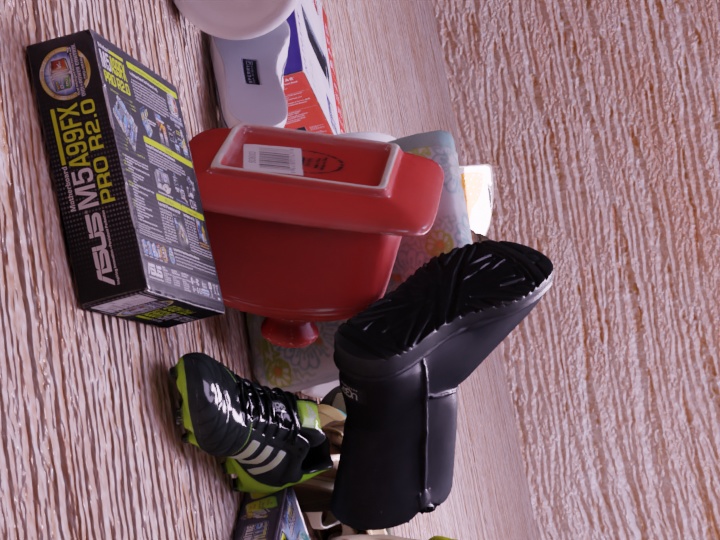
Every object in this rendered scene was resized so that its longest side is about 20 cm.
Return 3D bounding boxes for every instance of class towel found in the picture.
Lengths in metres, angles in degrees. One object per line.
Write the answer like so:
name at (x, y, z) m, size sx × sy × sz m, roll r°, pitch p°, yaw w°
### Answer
towel at (-0.005, -0.004, 1.635) m, size 0.048 × 0.198 × 0.173 m, roll 29°, pitch 48°, yaw -61°

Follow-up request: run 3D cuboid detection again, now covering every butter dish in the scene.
butter dish at (-0.046, -0.015, 1.536) m, size 0.200 × 0.197 × 0.149 m, roll -74°, pitch 172°, yaw -71°

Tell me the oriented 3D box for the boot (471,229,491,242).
boot at (0.090, 0.066, 1.877) m, size 0.075 × 0.096 × 0.202 m, roll 22°, pitch -86°, yaw 58°

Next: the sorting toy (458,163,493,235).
sorting toy at (0.018, -0.004, 1.939) m, size 0.107 × 0.198 × 0.182 m, roll -11°, pitch 99°, yaw -63°

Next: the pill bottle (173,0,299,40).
pill bottle at (-0.095, -0.270, 1.741) m, size 0.200 × 0.115 × 0.117 m, roll -81°, pitch 156°, yaw -69°

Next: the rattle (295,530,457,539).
rattle at (0.012, 0.256, 1.500) m, size 0.144 × 0.129 × 0.200 m, roll -68°, pitch 165°, yaw 7°

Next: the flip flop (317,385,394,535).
flip flop at (0.009, 0.186, 1.761) m, size 0.057 × 0.081 × 0.202 m, roll -27°, pitch 112°, yaw -36°

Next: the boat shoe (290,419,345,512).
boat shoe at (-0.019, 0.149, 1.604) m, size 0.200 × 0.073 × 0.067 m, roll 16°, pitch 65°, yaw -63°

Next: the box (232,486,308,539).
box at (-0.058, 0.234, 1.427) m, size 0.200 × 0.034 × 0.111 m, roll -81°, pitch 155°, yaw -70°

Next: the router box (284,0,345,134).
router box at (-0.066, -0.220, 2.080) m, size 0.180 × 0.048 × 0.202 m, roll 63°, pitch 16°, yaw -58°

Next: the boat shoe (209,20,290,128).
boat shoe at (-0.095, -0.154, 1.769) m, size 0.201 × 0.070 × 0.070 m, roll -100°, pitch -161°, yaw -49°

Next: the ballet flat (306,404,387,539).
ballet flat at (-0.019, 0.208, 1.704) m, size 0.063 × 0.068 × 0.202 m, roll -41°, pitch 118°, yaw -49°

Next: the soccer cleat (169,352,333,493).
soccer cleat at (-0.072, 0.098, 1.401) m, size 0.200 × 0.080 × 0.068 m, roll 58°, pitch 19°, yaw -64°

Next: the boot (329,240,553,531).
boot at (0.056, 0.085, 1.516) m, size 0.076 × 0.199 × 0.169 m, roll 32°, pitch -43°, yaw 35°

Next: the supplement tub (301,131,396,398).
supplement tub at (-0.005, -0.004, 1.797) m, size 0.145 × 0.144 × 0.202 m, roll 49°, pitch 29°, yaw -72°

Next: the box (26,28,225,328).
box at (-0.143, -0.051, 1.304) m, size 0.200 × 0.044 × 0.162 m, roll 25°, pitch 51°, yaw -80°
